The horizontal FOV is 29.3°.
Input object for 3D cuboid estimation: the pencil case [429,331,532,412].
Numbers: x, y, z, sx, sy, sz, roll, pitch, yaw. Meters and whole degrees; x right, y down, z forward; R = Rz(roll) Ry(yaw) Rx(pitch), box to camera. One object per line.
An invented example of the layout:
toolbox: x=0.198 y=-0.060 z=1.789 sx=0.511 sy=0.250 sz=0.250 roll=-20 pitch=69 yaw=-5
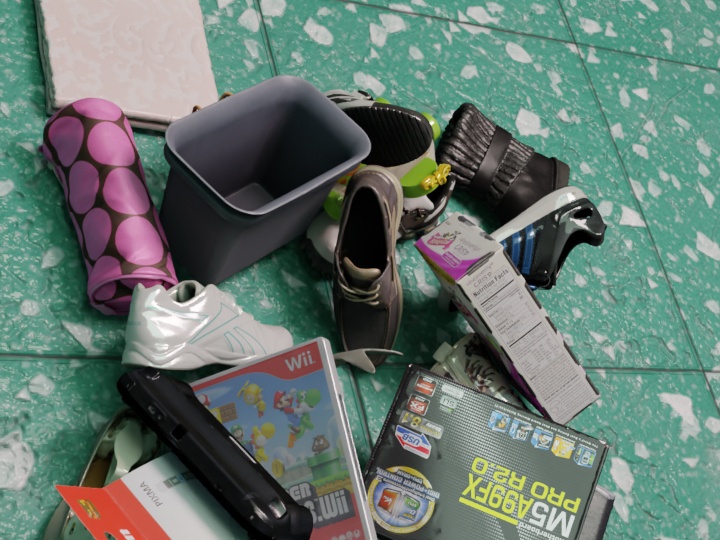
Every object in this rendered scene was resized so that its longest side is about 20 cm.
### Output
pencil case: x=0.141 y=0.157 z=1.375 sx=0.078 sy=0.089 sz=0.201 roll=-37 pitch=82 yaw=-7

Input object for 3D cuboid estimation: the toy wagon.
toy wagon: x=0.016 y=-0.109 z=1.432 sx=0.155 sy=0.040 sz=0.199 roll=-42 pitch=43 yaw=-24

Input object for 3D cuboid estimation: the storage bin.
storage bin: x=-0.112 y=-0.084 z=1.322 sx=0.145 sy=0.135 sz=0.200 roll=43 pitch=43 yaw=15

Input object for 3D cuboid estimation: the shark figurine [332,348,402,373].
shark figurine: x=-0.056 y=0.151 z=1.245 sx=0.127 sy=0.089 sz=0.216 roll=20 pitch=81 yaw=27

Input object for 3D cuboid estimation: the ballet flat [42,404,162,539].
ballet flat: x=-0.213 y=0.193 z=1.130 sx=0.067 sy=0.064 sz=0.201 roll=25 pitch=48 yaw=-12

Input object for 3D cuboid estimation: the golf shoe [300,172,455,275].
golf shoe: x=0.021 y=-0.062 z=1.452 sx=0.199 sy=0.095 sz=0.078 roll=-29 pitch=78 yaw=-42

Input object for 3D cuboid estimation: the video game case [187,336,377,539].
video game case: x=-0.071 y=0.173 z=1.184 sx=0.017 sy=0.142 sz=0.202 roll=36 pitch=36 yaw=-65

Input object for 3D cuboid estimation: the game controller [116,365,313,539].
game controller: x=-0.119 y=0.154 z=1.140 sx=0.200 sy=0.042 sz=0.104 roll=43 pitch=-1 yaw=24

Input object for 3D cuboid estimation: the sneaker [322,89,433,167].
sneaker: x=-0.006 y=-0.155 z=1.403 sx=0.089 sy=0.198 sz=0.075 roll=-54 pitch=134 yaw=-41

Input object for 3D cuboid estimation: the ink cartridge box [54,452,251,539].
ink cartridge box: x=-0.126 y=0.210 z=1.075 sx=0.160 sy=0.047 sz=0.200 roll=45 pitch=9 yaw=23

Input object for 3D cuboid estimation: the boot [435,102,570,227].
boot: x=0.153 y=-0.083 z=1.564 sx=0.157 sy=0.079 sz=0.212 roll=28 pitch=42 yaw=-17

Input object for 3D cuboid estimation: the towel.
towel: x=-0.245 y=-0.231 z=1.440 sx=0.189 sy=0.032 sz=0.202 roll=6 pitch=55 yaw=-30

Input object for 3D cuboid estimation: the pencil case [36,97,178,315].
pencil case: x=-0.238 y=-0.055 z=1.282 sx=0.091 sy=0.093 sz=0.201 roll=53 pitch=14 yaw=-65

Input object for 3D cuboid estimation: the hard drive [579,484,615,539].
hard drive: x=0.133 y=0.227 z=1.289 sx=0.198 sy=0.042 sz=0.136 roll=21 pitch=69 yaw=4

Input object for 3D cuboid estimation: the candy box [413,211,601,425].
candy box: x=0.146 y=0.049 z=1.380 sx=0.201 sy=0.061 sz=0.136 roll=55 pitch=-3 yaw=-22

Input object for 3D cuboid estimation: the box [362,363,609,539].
box: x=0.104 y=0.194 z=1.230 sx=0.198 sy=0.044 sz=0.161 roll=22 pitch=65 yaw=7

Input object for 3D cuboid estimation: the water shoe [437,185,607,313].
water shoe: x=0.173 y=-0.008 z=1.462 sx=0.199 sy=0.072 sz=0.079 roll=-38 pitch=71 yaw=-1

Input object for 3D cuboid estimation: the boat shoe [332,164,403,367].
boat shoe: x=0.000 y=0.000 z=1.345 sx=0.074 sy=0.202 sz=0.073 roll=2 pitch=11 yaw=16

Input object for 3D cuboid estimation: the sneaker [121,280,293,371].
sneaker: x=-0.131 y=0.050 z=1.249 sx=0.199 sy=0.070 sz=0.081 roll=4 pitch=84 yaw=-52
